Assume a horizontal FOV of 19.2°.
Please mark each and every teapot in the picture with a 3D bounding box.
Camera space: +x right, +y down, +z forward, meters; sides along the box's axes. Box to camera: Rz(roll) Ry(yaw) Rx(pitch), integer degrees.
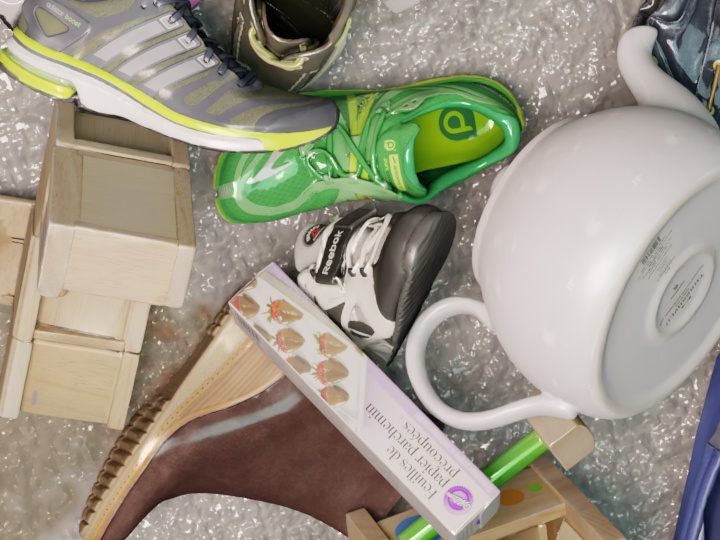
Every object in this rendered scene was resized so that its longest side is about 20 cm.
[{"bbox_3d":[0.133,-0.016,1.260,0.200,0.146,0.198,-26,136,-41],"label":"teapot"}]

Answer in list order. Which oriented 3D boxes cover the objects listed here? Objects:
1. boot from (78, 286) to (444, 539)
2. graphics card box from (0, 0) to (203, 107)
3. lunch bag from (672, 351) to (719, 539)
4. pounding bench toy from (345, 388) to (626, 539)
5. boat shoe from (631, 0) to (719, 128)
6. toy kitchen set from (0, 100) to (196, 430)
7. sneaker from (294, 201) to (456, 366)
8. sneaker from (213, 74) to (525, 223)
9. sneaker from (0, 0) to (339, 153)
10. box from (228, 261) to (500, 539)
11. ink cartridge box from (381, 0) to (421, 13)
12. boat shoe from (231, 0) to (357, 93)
[{"bbox_3d":[-0.062,0.128,1.337,0.166,0.072,0.200,38,90,-14],"label":"boot"},{"bbox_3d":[-0.133,-0.208,1.259,0.200,0.051,0.126,-39,107,2],"label":"graphics card box"},{"bbox_3d":[0.273,0.153,1.372,0.131,0.136,0.201,9,102,-12],"label":"lunch bag"},{"bbox_3d":[0.069,0.181,1.315,0.155,0.124,0.201,-16,118,-16],"label":"pounding bench toy"},{"bbox_3d":[0.202,-0.104,1.340,0.090,0.071,0.201,19,94,-10],"label":"boat shoe"},{"bbox_3d":[-0.196,0.019,1.217,0.162,0.181,0.201,9,116,-12],"label":"toy kitchen set"},{"bbox_3d":[0.000,0.000,1.262,0.088,0.200,0.074,31,70,2],"label":"sneaker"},{"bbox_3d":[0.005,-0.076,1.297,0.199,0.084,0.075,-16,105,-6],"label":"sneaker"},{"bbox_3d":[-0.105,-0.120,1.206,0.199,0.074,0.081,17,102,0],"label":"sneaker"},{"bbox_3d":[0.001,0.079,1.262,0.039,0.041,0.200,-42,72,-11],"label":"box"},{"bbox_3d":[0.011,-0.290,1.256,0.196,0.043,0.200,43,63,-16],"label":"ink cartridge box"},{"bbox_3d":[-0.038,-0.155,1.226,0.072,0.202,0.060,31,53,-1],"label":"boat shoe"}]
